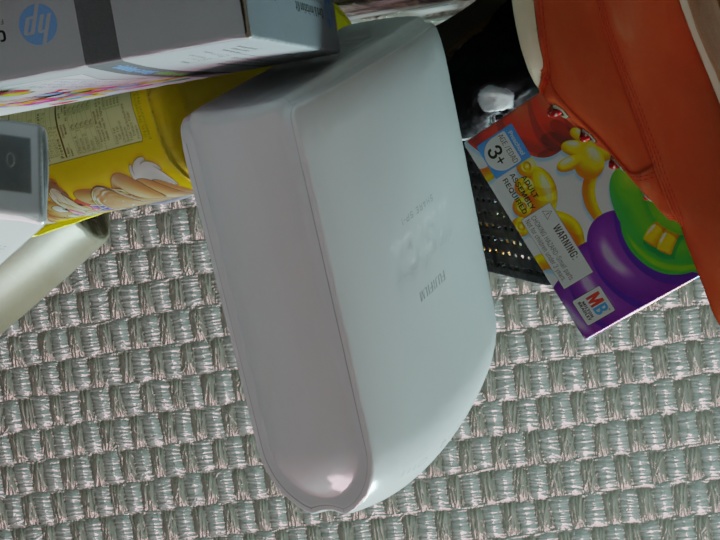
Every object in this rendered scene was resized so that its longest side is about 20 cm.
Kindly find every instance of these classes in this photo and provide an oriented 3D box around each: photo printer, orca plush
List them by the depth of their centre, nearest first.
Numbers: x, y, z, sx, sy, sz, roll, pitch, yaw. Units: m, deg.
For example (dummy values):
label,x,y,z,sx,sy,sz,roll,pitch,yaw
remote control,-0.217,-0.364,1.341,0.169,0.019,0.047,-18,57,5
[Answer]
label,x,y,z,sx,sy,sz,roll,pitch,yaw
photo printer,0.000,0.000,0.730,0.069,0.201,0.166,-3,-161,28
orca plush,0.127,-0.128,0.776,0.199,0.106,0.071,-12,149,9

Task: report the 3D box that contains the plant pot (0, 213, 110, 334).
label,x,y,z,sx,sy,sz,roll,pitch,yaw
plant pot,-0.271,-0.034,1.072,0.173,0.201,0.200,-25,-178,8

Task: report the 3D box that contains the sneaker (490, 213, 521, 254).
label,x,y,z,sx,sy,sz,roll,pitch,yaw
sneaker,0.045,-0.093,1.120,0.075,0.200,0.088,-45,180,16

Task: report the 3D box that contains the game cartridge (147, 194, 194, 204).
label,x,y,z,sx,sy,sz,roll,pitch,yaw
game cartridge,-0.091,-0.096,1.032,0.133,0.040,0.200,-47,-163,-17

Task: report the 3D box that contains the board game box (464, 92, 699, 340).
label,x,y,z,sx,sy,sz,roll,pitch,yaw
board game box,0.164,-0.070,0.677,0.200,0.103,0.105,-33,177,29

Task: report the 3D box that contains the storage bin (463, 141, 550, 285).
label,x,y,z,sx,sy,sz,roll,pitch,yaw
storage bin,0.127,-0.057,0.913,0.135,0.094,0.200,-12,-172,-17

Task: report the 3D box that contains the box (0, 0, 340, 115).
label,x,y,z,sx,sy,sz,roll,pitch,yaw
box,-0.121,-0.090,0.639,0.199,0.041,0.156,-8,-176,11

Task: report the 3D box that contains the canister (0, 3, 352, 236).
label,x,y,z,sx,sy,sz,roll,pitch,yaw
canister,-0.110,-0.079,0.832,0.148,0.087,0.200,-24,-169,-41

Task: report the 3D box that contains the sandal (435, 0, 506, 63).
label,x,y,z,sx,sy,sz,roll,pitch,yaw
sandal,0.024,-0.103,0.865,0.200,0.055,0.082,-38,-140,-11

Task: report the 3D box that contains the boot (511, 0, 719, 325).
label,x,y,z,sx,sy,sz,roll,pitch,yaw
boot,0.121,-0.056,0.604,0.107,0.201,0.075,1,-151,42

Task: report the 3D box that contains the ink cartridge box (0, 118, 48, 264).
label,x,y,z,sx,sy,sz,roll,pitch,yaw
ink cartridge box,-0.242,-0.020,0.609,0.199,0.044,0.173,6,160,-30
